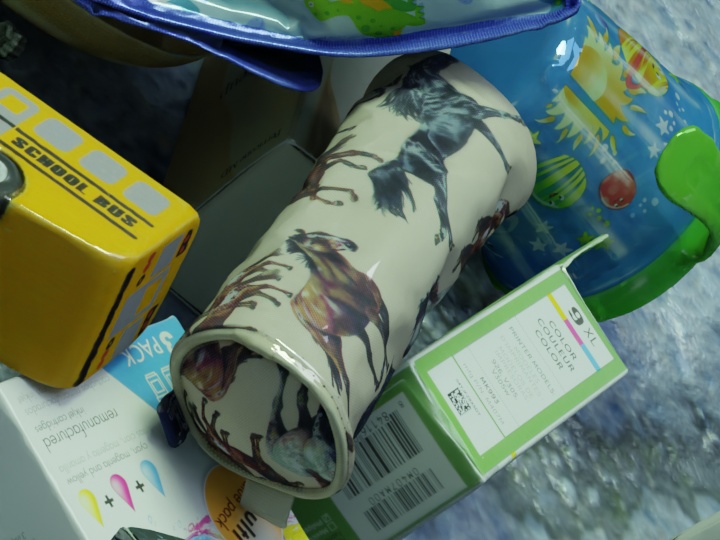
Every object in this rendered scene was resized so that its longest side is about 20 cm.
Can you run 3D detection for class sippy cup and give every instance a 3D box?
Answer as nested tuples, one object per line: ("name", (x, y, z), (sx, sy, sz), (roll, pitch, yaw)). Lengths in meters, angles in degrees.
("sippy cup", (0.088, -0.065, 1.345), (0.130, 0.177, 0.140), (46, 39, -40))

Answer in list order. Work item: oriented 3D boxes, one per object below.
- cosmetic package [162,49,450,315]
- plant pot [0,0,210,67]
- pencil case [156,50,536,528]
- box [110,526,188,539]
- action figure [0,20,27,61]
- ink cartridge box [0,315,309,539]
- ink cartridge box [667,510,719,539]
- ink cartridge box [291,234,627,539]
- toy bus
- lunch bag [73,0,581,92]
("cosmetic package", (-0.022, -0.069, 1.266), (0.071, 0.105, 0.201), (39, 34, -20))
("plant pot", (-0.141, -0.152, 1.214), (0.200, 0.027, 0.200), (40, 19, -16))
("pencil case", (0.000, 0.000, 1.096), (0.077, 0.090, 0.200), (26, 46, 8))
("box", (-0.035, 0.181, 0.972), (0.199, 0.161, 0.044), (20, 16, -41))
("action figure", (-0.169, -0.079, 1.136), (0.118, 0.055, 0.201), (-9, 64, -52))
("ink cartridge box", (-0.068, 0.128, 1.060), (0.201, 0.068, 0.115), (59, 33, 6))
("ink cartridge box", (0.194, 0.133, 1.273), (0.144, 0.200, 0.085), (-16, 76, -56))
("ink cartridge box", (0.044, 0.057, 1.235), (0.059, 0.104, 0.200), (56, 32, 2))
("toy bus", (-0.161, -0.043, 1.036), (0.199, 0.065, 0.078), (35, 33, 10))
("lunch bag", (-0.022, -0.153, 1.156), (0.170, 0.198, 0.128), (-104, -173, -66))
